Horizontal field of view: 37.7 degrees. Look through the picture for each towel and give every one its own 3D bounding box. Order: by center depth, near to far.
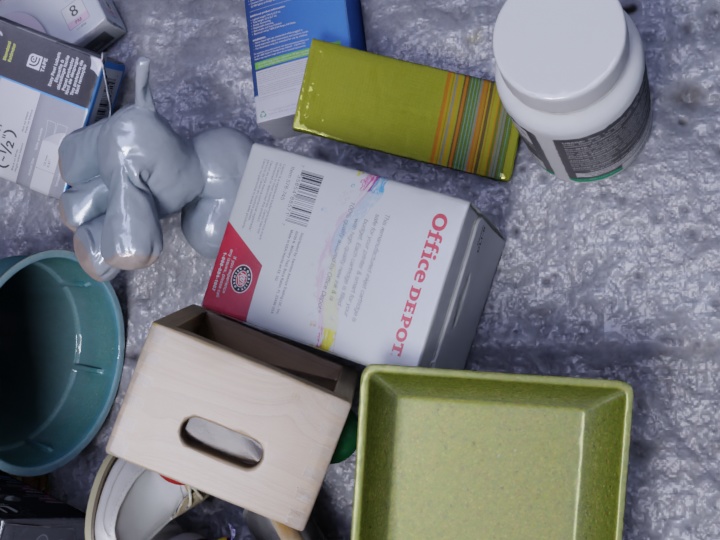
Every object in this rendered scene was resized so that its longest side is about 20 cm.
[{"bbox_3d":[0.044,-0.140,0.926,0.197,0.018,0.087,13,81,-1],"label":"towel"}]

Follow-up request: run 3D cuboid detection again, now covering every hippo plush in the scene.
[{"bbox_3d":[-0.176,-0.089,0.967,0.158,0.159,0.203,18,104,49],"label":"hippo plush"}]

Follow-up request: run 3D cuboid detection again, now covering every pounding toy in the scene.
[{"bbox_3d":[-0.080,0.135,0.810,0.198,0.184,0.144,22,94,1],"label":"pounding toy"}]

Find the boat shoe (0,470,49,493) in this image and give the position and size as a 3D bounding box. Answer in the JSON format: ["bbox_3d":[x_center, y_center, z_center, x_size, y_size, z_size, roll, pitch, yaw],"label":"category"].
[{"bbox_3d":[-0.338,0.281,0.995,0.071,0.068,0.203,10,82,31],"label":"boat shoe"}]

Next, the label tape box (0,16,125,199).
[{"bbox_3d":[-0.350,-0.170,1.041,0.198,0.066,0.145,21,100,3],"label":"label tape box"}]

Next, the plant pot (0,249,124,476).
[{"bbox_3d":[-0.359,0.071,0.986,0.194,0.200,0.203,8,83,28],"label":"plant pot"}]

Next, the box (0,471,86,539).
[{"bbox_3d":[-0.343,0.239,0.903,0.198,0.106,0.124,13,87,33],"label":"box"}]

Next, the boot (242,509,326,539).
[{"bbox_3d":[-0.027,0.263,0.845,0.072,0.182,0.202,-22,75,-13],"label":"boot"}]

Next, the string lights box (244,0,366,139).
[{"bbox_3d":[-0.052,-0.237,0.990,0.101,0.059,0.203,-10,78,17],"label":"string lights box"}]

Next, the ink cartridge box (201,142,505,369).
[{"bbox_3d":[0.000,0.000,0.886,0.198,0.144,0.147,18,87,22],"label":"ink cartridge box"}]

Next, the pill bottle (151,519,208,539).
[{"bbox_3d":[-0.143,0.301,0.903,0.199,0.114,0.115,38,94,22],"label":"pill bottle"}]

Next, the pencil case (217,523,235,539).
[{"bbox_3d":[-0.174,0.266,0.811,0.197,0.088,0.089,-18,75,1],"label":"pencil case"}]

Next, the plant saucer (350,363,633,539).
[{"bbox_3d":[0.093,0.173,0.784,0.197,0.048,0.203,4,93,2],"label":"plant saucer"}]

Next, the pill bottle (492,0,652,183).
[{"bbox_3d":[0.167,-0.146,0.822,0.111,0.200,0.115,-3,79,17],"label":"pill bottle"}]

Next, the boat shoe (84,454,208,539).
[{"bbox_3d":[-0.163,0.170,0.896,0.067,0.201,0.076,-3,119,20],"label":"boat shoe"}]

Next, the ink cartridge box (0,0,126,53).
[{"bbox_3d":[-0.357,-0.287,1.113,0.162,0.057,0.202,-33,77,12],"label":"ink cartridge box"}]
